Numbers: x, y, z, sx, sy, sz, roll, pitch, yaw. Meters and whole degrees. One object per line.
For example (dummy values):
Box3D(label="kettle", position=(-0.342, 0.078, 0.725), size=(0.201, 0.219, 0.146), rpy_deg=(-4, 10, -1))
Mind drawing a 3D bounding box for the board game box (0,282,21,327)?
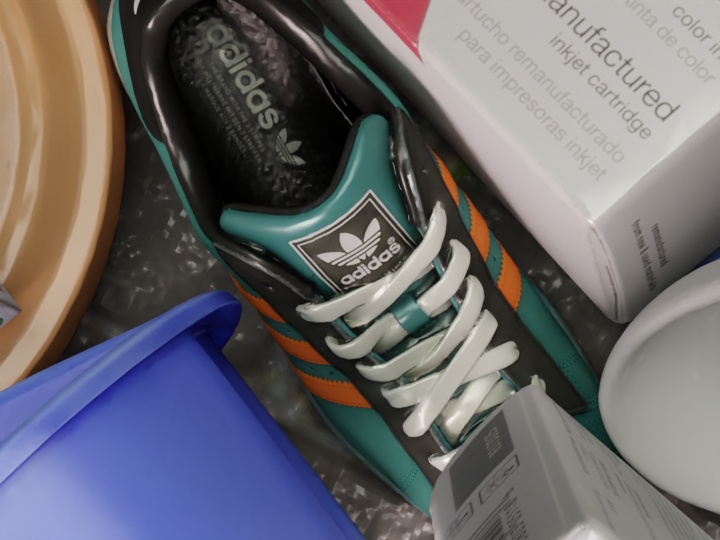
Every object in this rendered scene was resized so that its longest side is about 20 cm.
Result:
Box3D(label="board game box", position=(-0.205, 0.020, 0.753), size=(0.200, 0.035, 0.126), rpy_deg=(-37, 79, 1))

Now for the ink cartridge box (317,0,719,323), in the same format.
Box3D(label="ink cartridge box", position=(0.092, -0.109, 0.759), size=(0.200, 0.086, 0.148), rpy_deg=(-42, 69, -3))

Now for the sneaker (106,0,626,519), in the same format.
Box3D(label="sneaker", position=(0.000, 0.000, 0.758), size=(0.071, 0.080, 0.200), rpy_deg=(-38, 97, 3))

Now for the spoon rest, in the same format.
Box3D(label="spoon rest", position=(0.110, 0.001, 0.693), size=(0.099, 0.200, 0.061), rpy_deg=(7, 47, 6))

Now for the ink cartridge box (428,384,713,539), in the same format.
Box3D(label="ink cartridge box", position=(0.104, 0.118, 0.685), size=(0.200, 0.162, 0.050), rpy_deg=(43, 96, -6))

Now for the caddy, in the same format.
Box3D(label="caddy", position=(-0.090, 0.091, 0.743), size=(0.200, 0.141, 0.105), rpy_deg=(-44, 84, -1))

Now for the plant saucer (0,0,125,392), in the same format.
Box3D(label="plant saucer", position=(-0.164, -0.033, 0.789), size=(0.200, 0.032, 0.201), rpy_deg=(-1, 82, 6))

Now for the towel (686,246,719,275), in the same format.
Box3D(label="towel", position=(0.154, -0.001, 0.788), size=(0.145, 0.024, 0.200), rpy_deg=(-35, 81, -1))
